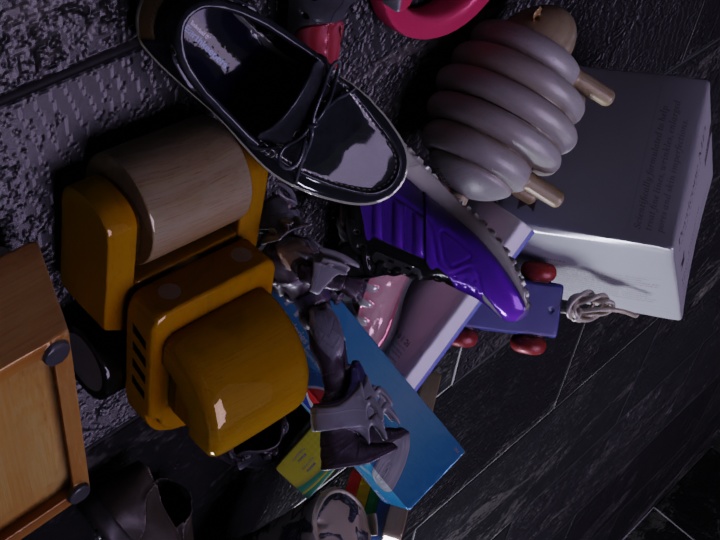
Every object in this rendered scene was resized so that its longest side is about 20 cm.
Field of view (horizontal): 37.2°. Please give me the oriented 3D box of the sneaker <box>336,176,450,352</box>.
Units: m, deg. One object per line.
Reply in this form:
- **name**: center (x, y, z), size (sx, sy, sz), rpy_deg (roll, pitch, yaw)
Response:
- **sneaker**: center (0.000, 0.000, 0.893), size (0.202, 0.075, 0.104), rpy_deg (-58, 150, 7)

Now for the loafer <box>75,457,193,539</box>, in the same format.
- **loafer**: center (-0.163, 0.219, 0.900), size (0.071, 0.073, 0.201), rpy_deg (-43, 152, -12)

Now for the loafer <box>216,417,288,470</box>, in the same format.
- **loafer**: center (-0.097, 0.134, 0.913), size (0.072, 0.063, 0.201), rpy_deg (-43, 152, -16)

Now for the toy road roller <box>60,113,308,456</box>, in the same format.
- **toy road roller**: center (-0.100, 0.020, 0.676), size (0.122, 0.146, 0.202), rpy_deg (-29, 146, -37)

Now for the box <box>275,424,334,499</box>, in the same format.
- **box**: center (0.001, 0.127, 1.033), size (0.200, 0.048, 0.117), rpy_deg (-49, 178, -7)

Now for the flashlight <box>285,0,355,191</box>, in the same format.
- **flashlight**: center (-0.024, -0.138, 0.683), size (0.068, 0.067, 0.202), rpy_deg (-55, 158, -45)

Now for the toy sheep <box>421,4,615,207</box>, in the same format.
- **toy sheep**: center (0.116, -0.122, 0.858), size (0.202, 0.137, 0.138), rpy_deg (-64, 154, -5)

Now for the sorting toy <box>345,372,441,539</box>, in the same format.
- **sorting toy**: center (0.018, 0.235, 1.131), size (0.200, 0.069, 0.201), rpy_deg (100, 6, -46)

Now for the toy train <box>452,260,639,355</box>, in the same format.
- **toy train**: center (0.153, 0.031, 1.035), size (0.197, 0.116, 0.086), rpy_deg (7, 94, -16)

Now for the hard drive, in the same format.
- **hard drive**: center (0.055, 0.020, 0.946), size (0.025, 0.132, 0.201), rpy_deg (34, 95, -32)

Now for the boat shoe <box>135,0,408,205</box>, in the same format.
- **boat shoe**: center (-0.043, -0.097, 0.624), size (0.199, 0.062, 0.075), rpy_deg (36, 90, -33)

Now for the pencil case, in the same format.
- **pencil case**: center (-0.076, 0.276, 1.019), size (0.199, 0.079, 0.089), rpy_deg (-33, 161, 31)

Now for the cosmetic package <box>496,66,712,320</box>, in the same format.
- **cosmetic package**: center (0.239, -0.071, 1.023), size (0.200, 0.163, 0.167), rpy_deg (47, 56, -63)

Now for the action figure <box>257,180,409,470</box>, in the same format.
- **action figure**: center (-0.027, 0.034, 0.747), size (0.069, 0.202, 0.130), rpy_deg (-19, 179, -4)

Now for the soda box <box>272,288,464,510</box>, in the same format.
- **soda box**: center (-0.011, 0.091, 0.847), size (0.068, 0.201, 0.064), rpy_deg (-42, -174, -17)

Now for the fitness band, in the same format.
- **fitness band**: center (0.066, -0.251, 0.734), size (0.143, 0.037, 0.201), rpy_deg (-33, 149, -37)

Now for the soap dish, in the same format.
- **soap dish**: center (-0.238, 0.098, 0.630), size (0.157, 0.081, 0.201), rpy_deg (-33, 149, -33)

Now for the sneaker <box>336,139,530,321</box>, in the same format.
- **sneaker**: center (0.036, -0.021, 0.804), size (0.099, 0.200, 0.070), rpy_deg (-44, 174, 1)
